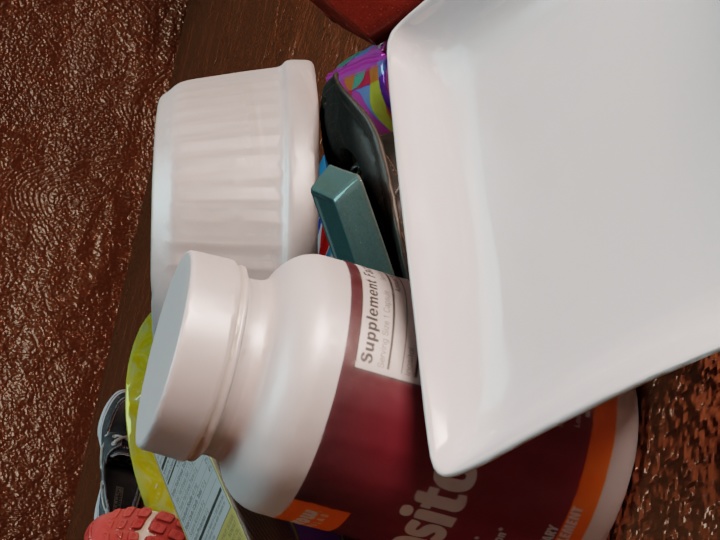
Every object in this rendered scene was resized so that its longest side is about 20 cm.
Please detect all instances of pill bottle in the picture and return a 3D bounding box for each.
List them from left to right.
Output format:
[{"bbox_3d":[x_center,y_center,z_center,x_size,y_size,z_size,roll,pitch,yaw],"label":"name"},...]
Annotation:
[{"bbox_3d":[0.009,0.060,0.671,0.113,0.198,0.114,-164,90,-77],"label":"pill bottle"}]

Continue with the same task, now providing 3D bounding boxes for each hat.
[{"bbox_3d":[0.042,-0.018,0.839,0.201,0.080,0.203,163,90,-81],"label":"hat"}]

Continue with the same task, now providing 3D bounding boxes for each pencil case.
[{"bbox_3d":[0.029,-0.123,1.049,0.200,0.087,0.089,168,117,-76],"label":"pencil case"}]

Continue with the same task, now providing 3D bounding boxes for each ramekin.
[{"bbox_3d":[-0.075,-0.024,0.935,0.202,0.093,0.205,180,90,-86],"label":"ramekin"}]

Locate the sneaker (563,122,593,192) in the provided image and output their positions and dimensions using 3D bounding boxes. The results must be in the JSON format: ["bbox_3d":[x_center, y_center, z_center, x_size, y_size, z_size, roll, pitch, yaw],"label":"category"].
[{"bbox_3d":[0.134,-0.073,0.581,0.085,0.077,0.202,-144,71,-75],"label":"sneaker"}]

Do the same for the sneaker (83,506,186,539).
[{"bbox_3d":[-0.115,0.228,0.981,0.081,0.201,0.078,-13,37,30],"label":"sneaker"}]

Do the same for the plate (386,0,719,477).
[{"bbox_3d":[0.087,-0.046,0.562,0.199,0.032,0.202,-33,54,45],"label":"plate"}]

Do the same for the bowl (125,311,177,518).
[{"bbox_3d":[-0.060,0.105,1.044,0.107,0.200,0.202,-14,49,23],"label":"bowl"}]

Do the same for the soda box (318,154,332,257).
[{"bbox_3d":[0.000,0.000,1.055,0.201,0.067,0.065,-98,27,-60],"label":"soda box"}]

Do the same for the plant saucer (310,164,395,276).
[{"bbox_3d":[0.017,0.046,0.792,0.070,0.019,0.202,-150,41,-74],"label":"plant saucer"}]

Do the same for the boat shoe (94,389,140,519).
[{"bbox_3d":[-0.307,0.242,2.010,0.068,0.071,0.202,124,155,-57],"label":"boat shoe"}]

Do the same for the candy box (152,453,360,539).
[{"bbox_3d":[-0.012,0.128,0.719,0.201,0.116,0.057,61,139,40],"label":"candy box"}]

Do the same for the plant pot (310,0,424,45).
[{"bbox_3d":[0.004,-0.250,0.937,0.177,0.199,0.200,-51,16,5],"label":"plant pot"}]
